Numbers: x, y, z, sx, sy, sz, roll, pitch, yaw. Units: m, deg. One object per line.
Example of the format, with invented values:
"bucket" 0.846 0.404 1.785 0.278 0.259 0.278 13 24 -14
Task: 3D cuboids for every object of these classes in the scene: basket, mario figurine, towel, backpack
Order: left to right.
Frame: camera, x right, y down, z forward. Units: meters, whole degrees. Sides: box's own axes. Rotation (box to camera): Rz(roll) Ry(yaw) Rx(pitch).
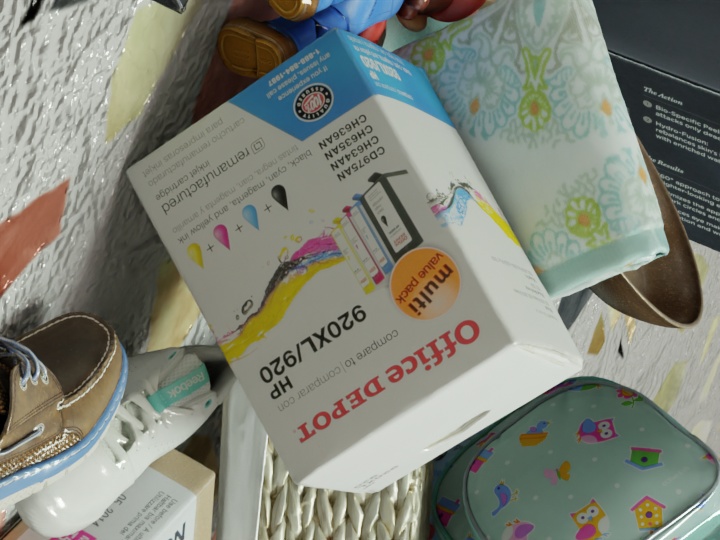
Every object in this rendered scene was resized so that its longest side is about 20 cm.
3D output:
"basket" -0.021 0.161 1.674 0.136 0.123 0.201 22 71 -84
"mario figurine" -0.010 -0.172 1.555 0.123 0.106 0.200 -26 179 41
"towel" 0.067 -0.056 1.569 0.048 0.200 0.172 -9 78 -59
"backpack" 0.139 0.158 1.665 0.176 0.200 0.153 -38 129 -11

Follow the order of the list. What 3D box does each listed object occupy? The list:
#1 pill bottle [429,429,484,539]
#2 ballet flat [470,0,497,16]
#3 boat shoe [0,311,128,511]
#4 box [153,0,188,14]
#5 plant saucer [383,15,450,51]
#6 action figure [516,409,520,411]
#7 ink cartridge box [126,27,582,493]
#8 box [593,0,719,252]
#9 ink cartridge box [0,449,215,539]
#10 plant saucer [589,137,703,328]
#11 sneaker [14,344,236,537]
"pill bottle" 0.069 0.179 1.807 0.200 0.109 0.109 -59 159 -24
"ballet flat" 0.079 -0.164 1.644 0.069 0.200 0.070 -19 146 -13
"boat shoe" -0.182 0.072 1.359 0.200 0.072 0.073 -46 151 -43
"box" -0.075 -0.255 1.307 0.199 0.050 0.200 -61 158 -18
"plant saucer" 0.022 -0.107 1.721 0.201 0.039 0.201 -51 155 -34
"action figure" 0.091 -0.020 1.735 0.119 0.102 0.201 -50 136 -59
"ink cartridge box" 0.000 0.000 1.487 0.147 0.200 0.145 -33 165 13
"box" 0.255 -0.125 2.052 0.118 0.196 0.200 -56 157 -27
"ink cartridge box" -0.166 0.212 1.549 0.200 0.075 0.165 -45 152 -42
"plant saucer" 0.148 -0.046 1.720 0.037 0.201 0.200 -28 171 21
"sneaker" -0.122 0.076 1.469 0.088 0.075 0.200 -27 -174 26
